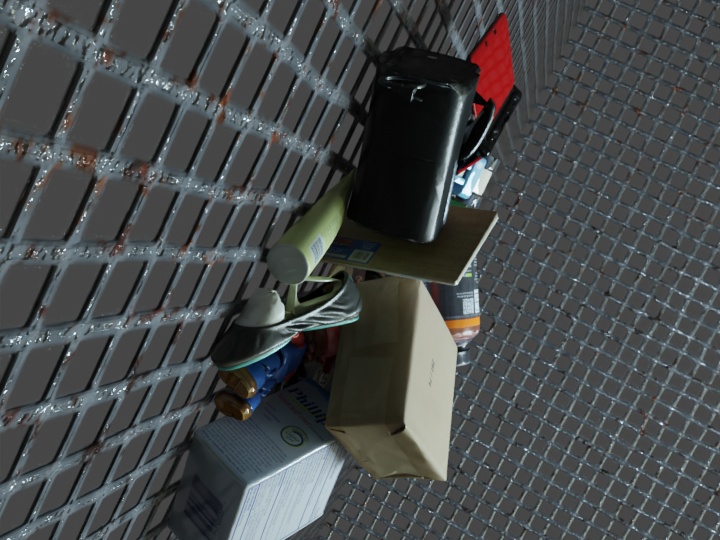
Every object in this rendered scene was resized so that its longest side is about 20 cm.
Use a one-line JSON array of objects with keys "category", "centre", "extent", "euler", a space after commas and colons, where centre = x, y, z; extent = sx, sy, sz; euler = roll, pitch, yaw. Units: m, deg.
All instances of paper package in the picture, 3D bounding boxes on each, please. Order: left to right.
[{"category": "paper package", "centre": [0.048, 0.141, 1.075], "extent": [0.191, 0.103, 0.201], "euler": [56, 35, -50]}]

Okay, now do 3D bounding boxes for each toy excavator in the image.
[{"category": "toy excavator", "centre": [0.155, -0.185, 1.511], "extent": [0.194, 0.199, 0.100], "euler": [40, -72, 55]}]

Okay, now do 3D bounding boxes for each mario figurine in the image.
[{"category": "mario figurine", "centre": [-0.107, 0.093, 1.043], "extent": [0.123, 0.106, 0.200], "euler": [-26, -173, 43]}]

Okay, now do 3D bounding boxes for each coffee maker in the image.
[{"category": "coffee maker", "centre": [0.050, -0.142, 0.989], "extent": [0.192, 0.134, 0.201], "euler": [-22, 132, -48]}]

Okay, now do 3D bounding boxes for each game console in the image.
[{"category": "game console", "centre": [0.141, -0.227, 1.154], "extent": [0.172, 0.119, 0.200], "euler": [-31, -165, 38]}]

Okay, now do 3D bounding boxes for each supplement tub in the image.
[{"category": "supplement tub", "centre": [0.119, 0.037, 1.242], "extent": [0.107, 0.106, 0.201], "euler": [-8, 95, -77]}]

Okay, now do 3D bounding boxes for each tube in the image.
[{"category": "tube", "centre": [-0.048, -0.050, 0.994], "extent": [0.058, 0.052, 0.200], "euler": [-22, -162, 30]}]

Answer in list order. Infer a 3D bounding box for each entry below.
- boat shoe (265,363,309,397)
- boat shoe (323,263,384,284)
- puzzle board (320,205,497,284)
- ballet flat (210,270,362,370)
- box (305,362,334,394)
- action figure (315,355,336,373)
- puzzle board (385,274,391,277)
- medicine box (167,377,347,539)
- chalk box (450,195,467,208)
[{"category": "boat shoe", "centre": [-0.100, 0.150, 1.163], "extent": [0.201, 0.068, 0.072], "euler": [-67, 169, 17]}, {"category": "boat shoe", "centre": [0.000, 0.000, 1.195], "extent": [0.200, 0.072, 0.072], "euler": [-64, 173, -45]}, {"category": "puzzle board", "centre": [0.055, -0.040, 1.074], "extent": [0.151, 0.199, 0.017], "euler": [-53, 143, -44]}, {"category": "ballet flat", "centre": [-0.084, 0.046, 0.947], "extent": [0.200, 0.068, 0.069], "euler": [-21, 110, -39]}, {"category": "box", "centre": [-0.034, 0.175, 1.255], "extent": [0.200, 0.086, 0.164], "euler": [-21, -152, 52]}, {"category": "action figure", "centre": [-0.046, 0.104, 1.196], "extent": [0.052, 0.065, 0.200], "euler": [-61, -160, 1]}, {"category": "puzzle board", "centre": [0.048, -0.031, 1.228], "extent": [0.151, 0.017, 0.201], "euler": [-20, -124, 62]}, {"category": "medicine box", "centre": [-0.122, 0.261, 1.082], "extent": [0.200, 0.103, 0.183], "euler": [-20, 140, -46]}, {"category": "chalk box", "centre": [0.094, -0.072, 1.369], "extent": [0.125, 0.124, 0.200], "euler": [-64, 173, 4]}]
